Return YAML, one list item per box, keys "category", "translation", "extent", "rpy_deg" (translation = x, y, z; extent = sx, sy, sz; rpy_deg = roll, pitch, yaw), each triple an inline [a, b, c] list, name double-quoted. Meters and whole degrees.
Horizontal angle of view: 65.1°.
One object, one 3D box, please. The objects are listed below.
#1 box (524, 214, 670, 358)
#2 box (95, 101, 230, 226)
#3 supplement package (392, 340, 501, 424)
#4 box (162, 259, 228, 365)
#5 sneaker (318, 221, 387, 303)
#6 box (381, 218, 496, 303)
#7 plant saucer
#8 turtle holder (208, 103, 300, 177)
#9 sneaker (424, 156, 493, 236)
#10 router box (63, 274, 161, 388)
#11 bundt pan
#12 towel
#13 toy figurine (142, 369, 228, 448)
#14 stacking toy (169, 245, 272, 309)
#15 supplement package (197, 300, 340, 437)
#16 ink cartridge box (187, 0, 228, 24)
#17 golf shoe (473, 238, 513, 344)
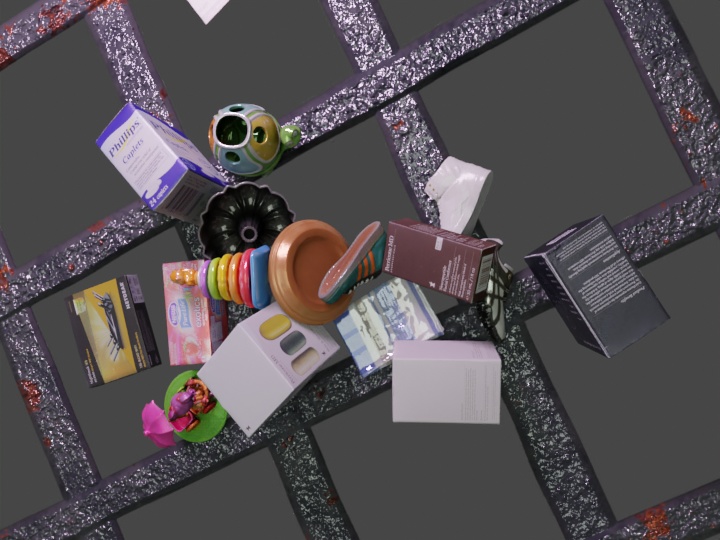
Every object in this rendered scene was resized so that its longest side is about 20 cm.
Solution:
- category: "box"
  translation: [0.403, 0.026, 0.993]
  extent: [0.122, 0.200, 0.200]
  rpy_deg: [-31, 86, 6]
- category: "box"
  translation: [-0.375, -0.201, 1.106]
  extent: [0.105, 0.184, 0.200]
  rpy_deg: [-47, 74, 6]
- category: "supplement package"
  translation: [0.157, 0.205, 1.060]
  extent: [0.193, 0.120, 0.126]
  rpy_deg: [0, 100, 5]
- category: "box"
  translation: [-0.335, 0.084, 1.156]
  extent: [0.091, 0.103, 0.207]
  rpy_deg: [-5, 90, 8]
- category: "sneaker"
  translation: [0.000, 0.000, 1.082]
  extent: [0.080, 0.071, 0.201]
  rpy_deg: [51, 61, -22]
- category: "box"
  translation: [0.142, -0.023, 1.043]
  extent: [0.196, 0.074, 0.103]
  rpy_deg: [19, 110, 34]
- category: "plant saucer"
  translation: [-0.084, 0.001, 1.087]
  extent: [0.195, 0.037, 0.207]
  rpy_deg: [6, 79, -35]
- category: "turtle holder"
  translation: [-0.217, -0.254, 1.122]
  extent: [0.182, 0.132, 0.144]
  rpy_deg: [31, 94, 8]
- category: "sneaker"
  translation: [0.169, -0.117, 1.103]
  extent: [0.114, 0.073, 0.205]
  rpy_deg: [27, 100, 24]
- category: "router box"
  translation: [-0.531, 0.130, 1.211]
  extent: [0.153, 0.052, 0.206]
  rpy_deg: [-18, 87, 9]
- category: "bundt pan"
  translation: [-0.221, -0.084, 1.125]
  extent: [0.195, 0.076, 0.208]
  rpy_deg: [-4, 113, -9]
- category: "towel"
  translation: [0.054, 0.108, 1.137]
  extent: [0.197, 0.024, 0.150]
  rpy_deg: [-30, 85, 8]
- category: "toy figurine"
  translation: [-0.346, 0.272, 1.117]
  extent: [0.200, 0.184, 0.151]
  rpy_deg: [-44, 84, 6]
- category: "stacking toy"
  translation: [-0.267, 0.014, 1.066]
  extent: [0.193, 0.116, 0.114]
  rpy_deg: [-1, 98, 4]
- category: "supplement package"
  translation: [-0.166, 0.169, 1.063]
  extent: [0.152, 0.199, 0.151]
  rpy_deg: [47, 116, 5]
- category: "ink cartridge box"
  translation: [-0.297, -0.639, 1.177]
  extent: [0.199, 0.045, 0.177]
  rpy_deg: [-40, 84, 7]
- category: "golf shoe"
  translation: [0.260, 0.037, 1.078]
  extent: [0.092, 0.078, 0.206]
  rpy_deg: [-17, 97, -5]
